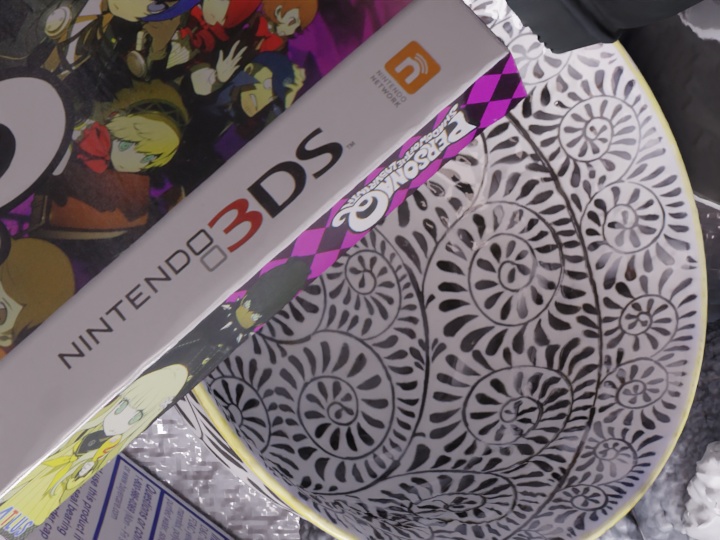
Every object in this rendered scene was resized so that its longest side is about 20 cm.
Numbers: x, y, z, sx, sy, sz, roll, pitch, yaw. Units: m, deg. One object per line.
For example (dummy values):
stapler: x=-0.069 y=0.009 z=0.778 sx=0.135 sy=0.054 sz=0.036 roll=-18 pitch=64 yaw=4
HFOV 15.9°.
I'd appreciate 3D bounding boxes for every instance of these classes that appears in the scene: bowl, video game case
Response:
bowl: x=0.000 y=0.000 z=0.783 sx=0.201 sy=0.201 sz=0.094 roll=43 pitch=146 yaw=-15
video game case: x=-0.086 y=-0.060 z=0.692 sx=0.181 sy=0.036 sz=0.200 roll=-40 pitch=69 yaw=-3

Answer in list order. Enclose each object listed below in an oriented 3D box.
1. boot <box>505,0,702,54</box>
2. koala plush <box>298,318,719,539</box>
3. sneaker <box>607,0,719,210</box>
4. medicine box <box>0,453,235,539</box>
boot: x=0.098 y=-0.124 z=0.684 sx=0.161 sy=0.074 sz=0.198 roll=-14 pitch=158 yaw=22
koala plush: x=0.095 y=0.080 z=0.864 sx=0.199 sy=0.177 sz=0.184 roll=-30 pitch=100 yaw=21
sneaker: x=0.149 y=-0.033 z=0.856 sx=0.200 sy=0.086 sz=0.080 roll=38 pitch=84 yaw=9
medicine box: x=-0.158 y=0.141 z=0.944 sx=0.200 sy=0.103 sz=0.182 roll=39 pitch=112 yaw=-13
